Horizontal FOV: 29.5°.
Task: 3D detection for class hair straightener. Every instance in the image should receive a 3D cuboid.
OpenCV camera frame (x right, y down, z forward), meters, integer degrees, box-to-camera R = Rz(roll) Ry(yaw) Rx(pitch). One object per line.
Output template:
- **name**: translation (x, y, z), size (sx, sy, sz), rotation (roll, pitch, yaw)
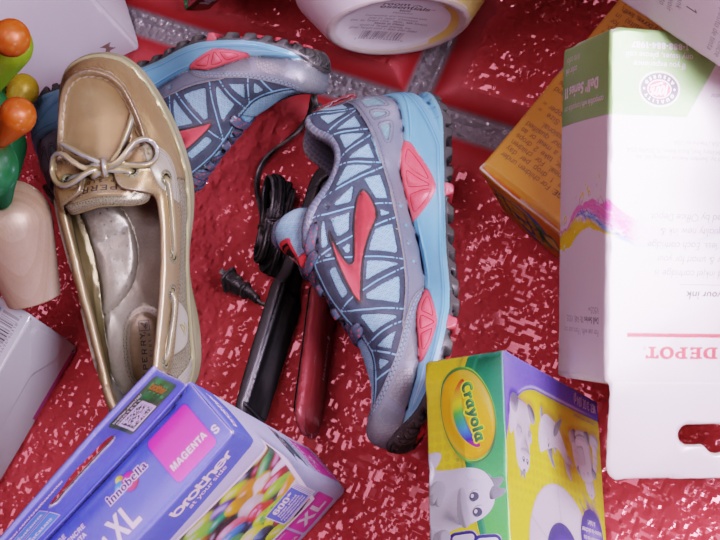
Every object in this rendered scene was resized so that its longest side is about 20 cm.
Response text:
- **hair straightener**: translation (-0.048, -0.006, 0.776), size (0.076, 0.041, 0.203), rotation (1, 72, 18)

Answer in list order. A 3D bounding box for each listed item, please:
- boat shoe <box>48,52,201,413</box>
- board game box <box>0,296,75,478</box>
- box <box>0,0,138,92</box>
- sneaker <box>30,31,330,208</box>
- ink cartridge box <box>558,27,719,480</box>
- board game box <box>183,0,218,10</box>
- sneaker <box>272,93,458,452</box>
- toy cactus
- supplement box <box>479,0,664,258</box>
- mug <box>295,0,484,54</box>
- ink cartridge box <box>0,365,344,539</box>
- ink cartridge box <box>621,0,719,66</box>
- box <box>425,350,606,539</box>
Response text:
- **boat shoe**: translation (-0.131, -0.017, 0.750), size (0.072, 0.063, 0.204), rotation (-4, 99, 8)
- **board game box**: translation (-0.291, 0.058, 0.824), size (0.198, 0.064, 0.149), rotation (27, 81, 23)
- **box**: translation (-0.252, -0.212, 0.881), size (0.151, 0.106, 0.202), rotation (-25, 65, 8)
- **sneaker**: translation (-0.101, -0.077, 0.809), size (0.197, 0.079, 0.097), rotation (-13, 84, 24)
- **ink cartridge box**: translation (0.157, -0.006, 0.652), size (0.115, 0.067, 0.203), rotation (2, 90, -13)
- **board game box**: translation (-0.070, -0.226, 0.780), size (0.019, 0.199, 0.105), rotation (-7, 87, -25)
- **sneaker**: translation (0.000, 0.000, 0.723), size (0.094, 0.080, 0.203), rotation (2, 62, -3)
- **toy cactus**: translation (-0.208, -0.059, 0.743), size (0.101, 0.200, 0.167), rotation (-18, 104, -18)
- **supplement box**: translation (0.152, -0.101, 0.729), size (0.069, 0.067, 0.201), rotation (37, 85, 26)
- **mug**: translation (0.031, -0.213, 0.771), size (0.184, 0.149, 0.156), rotation (-10, 76, 22)
- **ink cartridge box**: translation (-0.086, 0.121, 0.656), size (0.119, 0.200, 0.042), rotation (-46, 63, -1)
- **ink cartridge box**: translation (0.234, -0.149, 0.622), size (0.176, 0.045, 0.199), rotation (40, 63, 22)
- **box**: translation (0.076, 0.150, 0.636), size (0.048, 0.117, 0.203), rotation (-10, 69, 30)
